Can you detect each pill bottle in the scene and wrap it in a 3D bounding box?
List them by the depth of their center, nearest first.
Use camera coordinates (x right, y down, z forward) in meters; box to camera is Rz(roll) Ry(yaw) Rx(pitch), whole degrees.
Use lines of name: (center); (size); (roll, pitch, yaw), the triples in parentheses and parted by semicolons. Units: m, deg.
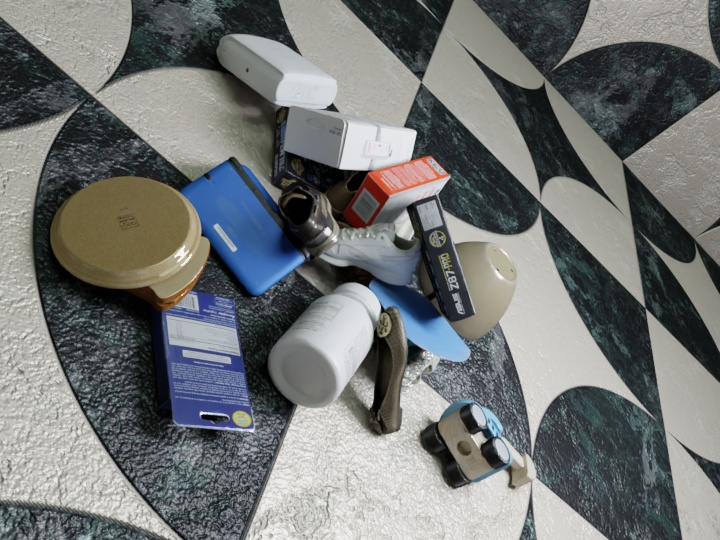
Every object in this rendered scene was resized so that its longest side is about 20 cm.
pill bottle: (-0.044, 0.101, 1.072); (0.114, 0.114, 0.200); (48, 34, -5)

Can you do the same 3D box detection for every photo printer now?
photo printer: (-0.163, -0.381, 1.374); (0.200, 0.070, 0.166); (40, 28, 27)

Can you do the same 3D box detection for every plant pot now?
plant pot: (0.236, 0.019, 1.464); (0.199, 0.134, 0.201); (30, 39, -28)

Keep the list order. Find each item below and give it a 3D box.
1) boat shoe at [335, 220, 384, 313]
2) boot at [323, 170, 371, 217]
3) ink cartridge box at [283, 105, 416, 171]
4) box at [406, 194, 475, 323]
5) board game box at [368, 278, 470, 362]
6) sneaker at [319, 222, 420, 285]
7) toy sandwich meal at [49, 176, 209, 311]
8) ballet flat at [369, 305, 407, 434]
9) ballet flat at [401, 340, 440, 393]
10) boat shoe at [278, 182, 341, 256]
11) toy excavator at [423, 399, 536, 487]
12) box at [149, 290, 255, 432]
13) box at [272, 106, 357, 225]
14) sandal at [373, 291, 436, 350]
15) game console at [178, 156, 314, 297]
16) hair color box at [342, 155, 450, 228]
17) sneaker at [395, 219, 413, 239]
boat shoe: (0.000, 0.001, 1.256); (0.200, 0.072, 0.068); (51, 35, 0)
boot: (0.011, -0.153, 1.329); (0.074, 0.075, 0.200); (54, 35, 2)
ink cartridge box: (-0.019, -0.233, 1.300); (0.146, 0.084, 0.199); (24, 18, 36)
box: (0.131, -0.022, 1.209); (0.161, 0.049, 0.202); (-70, 141, -86)
board game box: (0.086, 0.091, 1.185); (0.157, 0.039, 0.200); (14, 29, -44)
sneaker: (0.005, -0.048, 1.188); (0.198, 0.100, 0.075); (17, 30, -10)
toy sandwich meal: (-0.292, -0.038, 0.937); (0.203, 0.071, 0.207); (6, 51, -8)
ballet flat: (0.038, 0.153, 1.100); (0.046, 0.202, 0.067); (-2, 14, -18)
ballet flat: (0.097, 0.156, 1.248); (0.072, 0.072, 0.199); (56, 36, 7)
boat shoe: (-0.088, -0.099, 1.137); (0.073, 0.074, 0.200); (51, 0, -35)
toy excavator: (0.220, 0.299, 1.232); (0.195, 0.100, 0.200); (58, 25, 7)
box: (-0.206, 0.117, 0.938); (0.120, 0.032, 0.201); (17, 44, -40)
box: (-0.074, -0.200, 1.377); (0.198, 0.050, 0.201); (26, 42, -32)
sandal: (0.091, 0.096, 1.279); (0.048, 0.075, 0.200); (50, 43, 1)
game console: (-0.177, -0.068, 1.160); (0.170, 0.118, 0.201); (-38, 89, -25)
hair color box: (0.067, -0.136, 1.303); (0.061, 0.102, 0.199); (48, 38, 16)
sneaker: (0.054, -0.059, 1.365); (0.075, 0.085, 0.200); (42, 38, 8)
